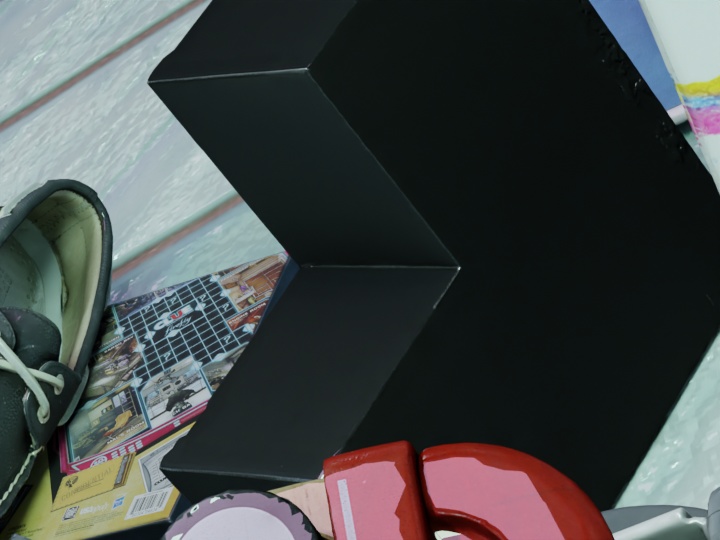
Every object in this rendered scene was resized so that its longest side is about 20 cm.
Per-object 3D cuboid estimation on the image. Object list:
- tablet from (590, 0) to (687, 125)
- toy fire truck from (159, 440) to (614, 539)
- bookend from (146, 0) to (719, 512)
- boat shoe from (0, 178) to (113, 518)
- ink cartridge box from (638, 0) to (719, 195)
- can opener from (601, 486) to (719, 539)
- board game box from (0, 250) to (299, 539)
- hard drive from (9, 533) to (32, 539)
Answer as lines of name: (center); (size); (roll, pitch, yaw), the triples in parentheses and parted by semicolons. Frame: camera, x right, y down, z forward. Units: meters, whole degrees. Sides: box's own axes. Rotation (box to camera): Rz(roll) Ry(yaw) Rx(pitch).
tablet: (0.134, -0.098, 1.020); (0.200, 0.014, 0.130); (-24, 32, 29)
toy fire truck: (0.058, 0.117, 0.679); (0.200, 0.129, 0.176); (-15, 60, 8)
bookend: (0.000, 0.000, 0.845); (0.092, 0.199, 0.200); (0, 49, 48)
boat shoe: (-0.136, 0.031, 1.024); (0.060, 0.076, 0.200); (-34, 29, 25)
ink cartridge box: (0.150, -0.078, 0.709); (0.144, 0.200, 0.085); (-22, 6, 16)
can opener: (0.119, 0.065, 0.762); (0.200, 0.053, 0.067); (-25, 32, 24)
board game box: (-0.111, 0.071, 1.052); (0.200, 0.035, 0.136); (-16, 36, 38)
hard drive: (-0.065, 0.175, 0.754); (0.042, 0.135, 0.200); (-50, 21, 33)
